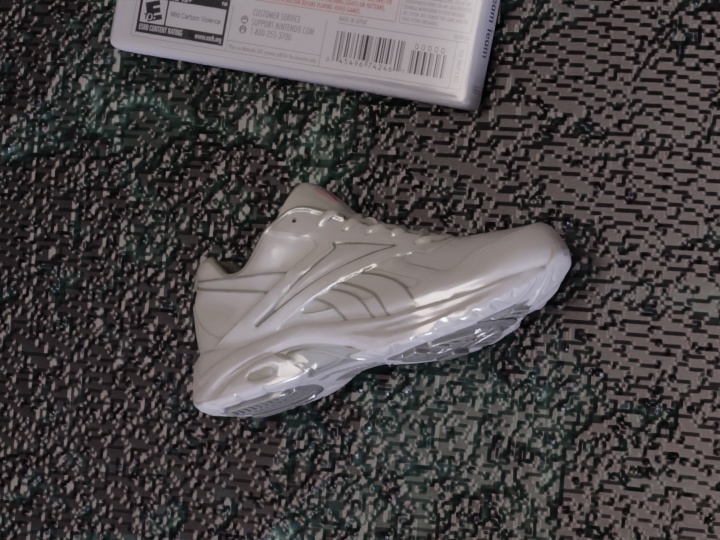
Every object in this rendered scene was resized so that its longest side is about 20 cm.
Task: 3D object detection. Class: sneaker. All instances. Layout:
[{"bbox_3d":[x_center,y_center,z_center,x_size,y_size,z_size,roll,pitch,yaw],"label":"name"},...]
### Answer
[{"bbox_3d":[0.000,0.000,1.095,0.199,0.078,0.100,-18,77,20],"label":"sneaker"}]

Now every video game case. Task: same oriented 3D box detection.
[{"bbox_3d":[-0.018,-0.184,1.139,0.198,0.024,0.184,12,91,23],"label":"video game case"}]
